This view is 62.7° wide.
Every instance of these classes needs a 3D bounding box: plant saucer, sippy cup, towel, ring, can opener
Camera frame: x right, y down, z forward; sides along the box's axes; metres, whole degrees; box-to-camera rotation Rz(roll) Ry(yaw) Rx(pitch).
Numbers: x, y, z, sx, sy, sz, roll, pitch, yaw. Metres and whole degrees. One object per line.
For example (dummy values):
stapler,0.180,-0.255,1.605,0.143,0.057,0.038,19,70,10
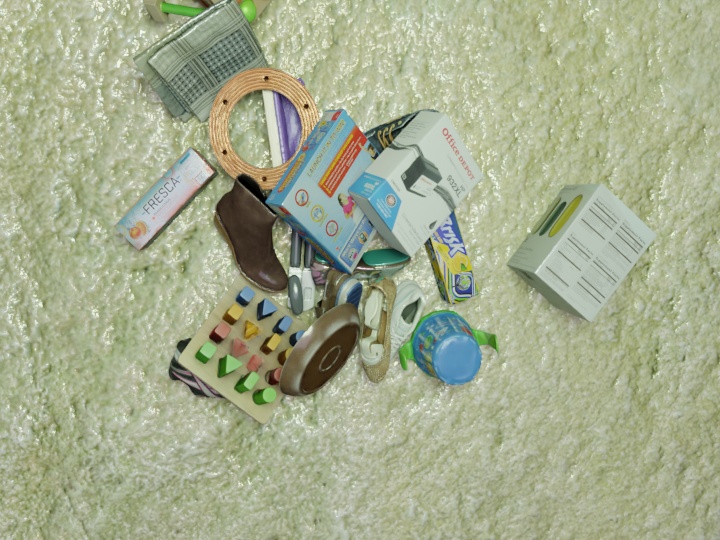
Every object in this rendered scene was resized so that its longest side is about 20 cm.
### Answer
plant saucer,-0.063,0.150,1.055,0.032,0.200,0.202,35,92,24
sippy cup,0.172,0.157,1.143,0.178,0.130,0.140,-44,99,1
towel,-0.260,-0.345,1.006,0.198,0.193,0.035,-33,73,-1
ring,-0.165,-0.245,1.027,0.195,0.019,0.206,0,99,-2
can opener,-0.109,-0.020,1.119,0.052,0.067,0.206,2,97,-8

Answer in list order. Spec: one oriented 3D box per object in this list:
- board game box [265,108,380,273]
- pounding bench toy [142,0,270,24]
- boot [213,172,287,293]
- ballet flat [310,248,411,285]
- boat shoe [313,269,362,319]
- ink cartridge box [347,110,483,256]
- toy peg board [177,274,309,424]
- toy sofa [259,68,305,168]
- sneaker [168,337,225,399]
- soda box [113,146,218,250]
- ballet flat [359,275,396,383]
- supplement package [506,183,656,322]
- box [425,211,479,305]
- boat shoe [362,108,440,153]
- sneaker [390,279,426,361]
board game box,-0.038,-0.136,1.034,0.196,0.055,0.202,44,71,-37
pounding bench toy,-0.249,-0.471,0.989,0.155,0.124,0.201,40,92,15
boot,-0.180,-0.059,1.056,0.201,0.166,0.072,49,54,-5
ballet flat,0.000,0.000,1.136,0.195,0.069,0.073,-4,118,-13
boat shoe,-0.047,0.080,1.117,0.072,0.072,0.203,37,131,24
ink cartridge box,0.098,-0.152,1.026,0.200,0.083,0.145,-47,121,-8
toy peg board,-0.190,0.136,1.074,0.199,0.098,0.201,38,65,-11
toy sofa,-0.136,-0.254,1.079,0.095,0.083,0.206,-8,98,-4
sneaker,-0.277,0.211,1.136,0.198,0.081,0.087,35,115,-11
soda box,-0.350,-0.131,1.075,0.200,0.068,0.064,-45,99,0
ballet flat,0.023,0.112,1.104,0.069,0.065,0.206,6,94,31
supplement package,0.417,-0.039,1.136,0.150,0.152,0.202,37,92,-9
box,0.165,-0.042,1.147,0.063,0.070,0.205,-20,99,-6
boat shoe,0.057,-0.246,1.098,0.197,0.091,0.072,-28,100,-2
sneaker,0.063,0.116,1.149,0.069,0.080,0.204,26,95,-17
